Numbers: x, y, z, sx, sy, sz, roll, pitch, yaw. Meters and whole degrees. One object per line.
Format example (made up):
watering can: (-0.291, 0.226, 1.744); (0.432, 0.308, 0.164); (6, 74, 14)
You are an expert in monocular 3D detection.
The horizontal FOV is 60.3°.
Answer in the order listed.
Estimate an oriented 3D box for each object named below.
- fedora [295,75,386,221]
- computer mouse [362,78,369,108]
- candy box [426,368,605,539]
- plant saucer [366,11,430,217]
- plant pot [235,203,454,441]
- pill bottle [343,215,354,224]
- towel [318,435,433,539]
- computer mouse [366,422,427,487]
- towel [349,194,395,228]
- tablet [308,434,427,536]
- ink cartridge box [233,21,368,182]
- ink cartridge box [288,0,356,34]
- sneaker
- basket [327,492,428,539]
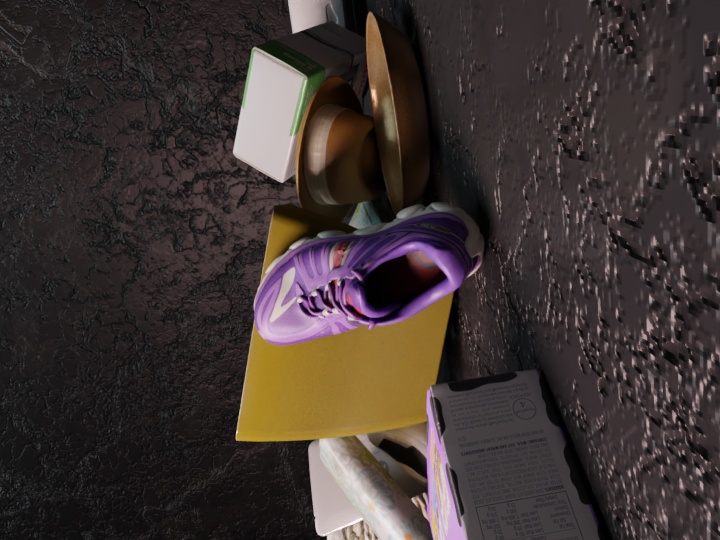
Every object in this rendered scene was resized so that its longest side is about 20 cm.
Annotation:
fedora: (-0.008, -0.139, 0.769); (0.200, 0.080, 0.205); (12, -90, -69)
computer mouse: (0.014, -0.228, 0.933); (0.034, 0.058, 0.205); (-1, 96, 46)
candy box: (0.091, 0.191, 0.349); (0.170, 0.070, 0.202); (84, 177, -47)
plant saucer: (0.039, -0.154, 0.621); (0.200, 0.035, 0.205); (170, 90, -88)
plant pot: (-0.012, 0.051, 0.619); (0.200, 0.173, 0.204); (-116, 36, -83)
pill bottle: (0.006, 0.014, 1.065); (0.120, 0.117, 0.204); (-110, 10, -76)
towel: (0.030, 0.253, 0.631); (0.171, 0.048, 0.201); (43, 163, 26)
computer mouse: (0.047, 0.163, 0.646); (0.198, 0.108, 0.045); (22, 106, 48)
towel: (0.000, 0.000, 0.855); (0.173, 0.047, 0.201); (-59, 23, 25)
tablet: (0.022, 0.235, 0.776); (0.014, 0.198, 0.131); (48, -161, -40)
ink cartridge box: (-0.069, -0.229, 0.819); (0.200, 0.083, 0.148); (-48, -17, -50)
ink cartridge box: (-0.057, -0.403, 0.978); (0.201, 0.082, 0.148); (-83, -13, -64)
sneaker: (-0.008, 0.010, 0.451); (0.082, 0.198, 0.084); (60, -150, -12)
basket: (0.056, 0.407, 0.791); (0.200, 0.158, 0.202); (-103, 0, -45)
